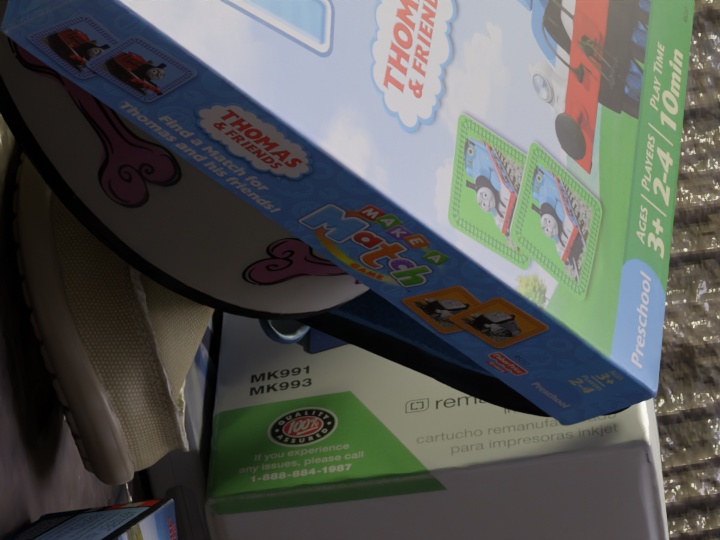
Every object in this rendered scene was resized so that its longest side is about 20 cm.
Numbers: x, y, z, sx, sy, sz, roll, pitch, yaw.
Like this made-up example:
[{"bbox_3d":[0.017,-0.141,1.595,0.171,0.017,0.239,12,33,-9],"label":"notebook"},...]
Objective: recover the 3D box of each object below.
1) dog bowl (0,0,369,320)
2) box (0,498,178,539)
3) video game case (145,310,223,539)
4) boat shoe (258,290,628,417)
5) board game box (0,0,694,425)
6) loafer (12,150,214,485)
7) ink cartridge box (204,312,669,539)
[{"bbox_3d":[-0.017,-0.092,0.713,0.200,0.074,0.201,22,58,-42],"label":"dog bowl"},{"bbox_3d":[-0.060,0.162,0.619,0.137,0.038,0.201,-22,104,-84],"label":"box"},{"bbox_3d":[-0.049,0.056,0.946,0.200,0.022,0.183,-88,169,-59],"label":"video game case"},{"bbox_3d":[0.000,0.000,0.824,0.200,0.084,0.069,36,-7,29],"label":"boat shoe"},{"bbox_3d":[0.009,-0.073,0.649,0.200,0.037,0.152,34,52,-36],"label":"board game box"},{"bbox_3d":[-0.056,-0.028,0.751,0.076,0.068,0.200,76,9,-48],"label":"loafer"},{"bbox_3d":[0.028,0.037,0.903,0.200,0.145,0.088,-87,167,-56],"label":"ink cartridge box"}]
